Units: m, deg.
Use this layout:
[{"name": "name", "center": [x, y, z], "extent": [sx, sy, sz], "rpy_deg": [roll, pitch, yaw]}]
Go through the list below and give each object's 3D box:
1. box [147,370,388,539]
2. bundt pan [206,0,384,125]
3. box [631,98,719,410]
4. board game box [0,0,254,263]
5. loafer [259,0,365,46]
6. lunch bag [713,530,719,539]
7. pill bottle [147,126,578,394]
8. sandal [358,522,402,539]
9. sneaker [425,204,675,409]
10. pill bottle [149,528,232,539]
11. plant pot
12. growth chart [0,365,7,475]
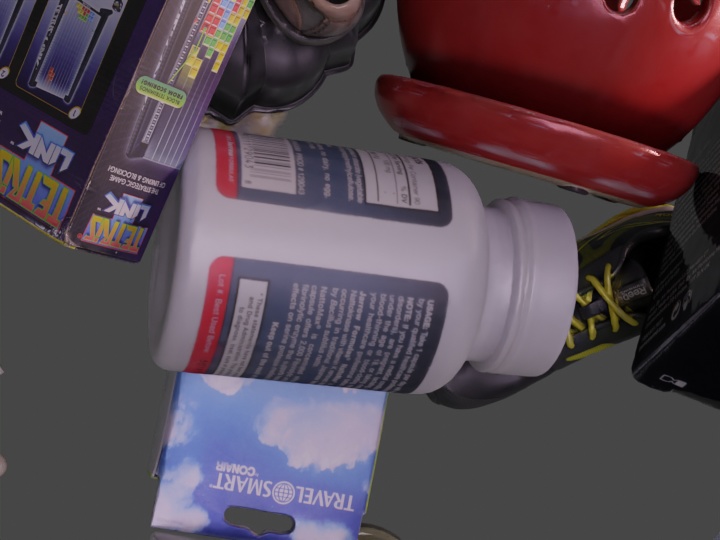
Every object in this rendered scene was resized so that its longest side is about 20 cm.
[{"name": "box", "center": [-0.043, 0.048, 0.788], "extent": [0.121, 0.048, 0.201], "rpy_deg": [12, 86, -13]}, {"name": "bundt pan", "center": [-0.072, -0.183, 0.767], "extent": [0.200, 0.076, 0.203], "rpy_deg": [0, 90, -13]}, {"name": "box", "center": [0.269, -0.014, 0.737], "extent": [0.196, 0.118, 0.201], "rpy_deg": [21, 63, -2]}, {"name": "board game box", "center": [-0.152, -0.120, 0.683], "extent": [0.057, 0.199, 0.166], "rpy_deg": [14, 103, -56]}, {"name": "loafer", "center": [-0.052, -0.207, 0.699], "extent": [0.072, 0.063, 0.201], "rpy_deg": [-31, 98, -10]}, {"name": "lunch bag", "center": [0.287, 0.226, 0.834], "extent": [0.168, 0.127, 0.201], "rpy_deg": [2, 100, -11]}, {"name": "pill bottle", "center": [0.000, 0.000, 0.716], "extent": [0.199, 0.120, 0.120], "rpy_deg": [7, 89, -14]}, {"name": "sandal", "center": [0.001, 0.244, 0.796], "extent": [0.079, 0.057, 0.202], "rpy_deg": [8, 83, -14]}, {"name": "sneaker", "center": [0.121, 0.014, 0.810], "extent": [0.199, 0.085, 0.075], "rpy_deg": [-30, 96, -13]}, {"name": "pill bottle", "center": [-0.086, 0.244, 0.747], "extent": [0.119, 0.120, 0.201], "rpy_deg": [13, 88, -13]}, {"name": "plant pot", "center": [0.110, -0.138, 0.753], "extent": [0.199, 0.200, 0.184], "rpy_deg": [15, 97, -13]}, {"name": "growth chart", "center": [-0.263, 0.039, 0.754], "extent": [0.144, 0.018, 0.201], "rpy_deg": [-17, 95, -13]}]
